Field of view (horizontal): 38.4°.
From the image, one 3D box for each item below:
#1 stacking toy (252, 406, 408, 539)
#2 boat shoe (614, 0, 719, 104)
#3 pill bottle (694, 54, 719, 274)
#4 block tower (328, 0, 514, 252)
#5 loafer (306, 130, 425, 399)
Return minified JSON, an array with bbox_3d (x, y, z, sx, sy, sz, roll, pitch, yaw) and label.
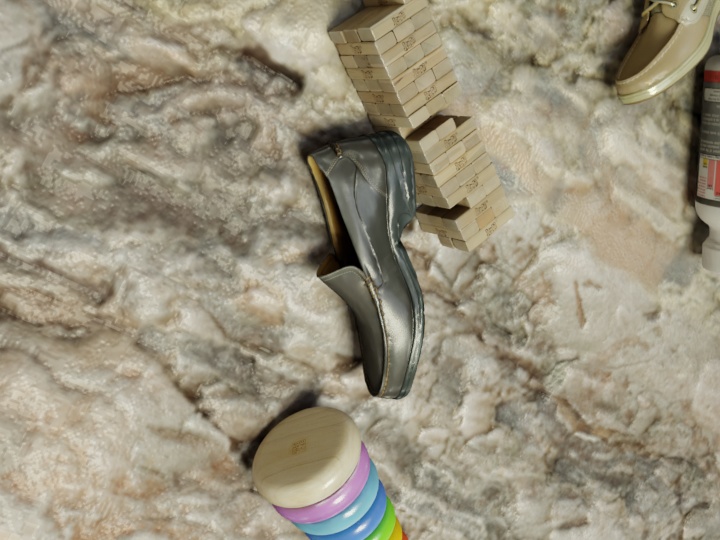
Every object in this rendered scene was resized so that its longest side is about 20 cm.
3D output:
[{"bbox_3d":[-0.004,0.199,0.798,0.085,0.085,0.200,-42,127,-20],"label":"stacking toy"},{"bbox_3d":[0.272,-0.228,0.896,0.065,0.072,0.200,45,72,-24],"label":"boat shoe"},{"bbox_3d":[0.374,-0.098,0.963,0.116,0.116,0.200,-8,105,-33],"label":"pill bottle"},{"bbox_3d":[0.046,-0.111,0.772,0.058,0.054,0.200,-38,119,-23],"label":"block tower"},{"bbox_3d":[0.000,0.000,0.761,0.072,0.073,0.200,-9,96,-24],"label":"loafer"}]
